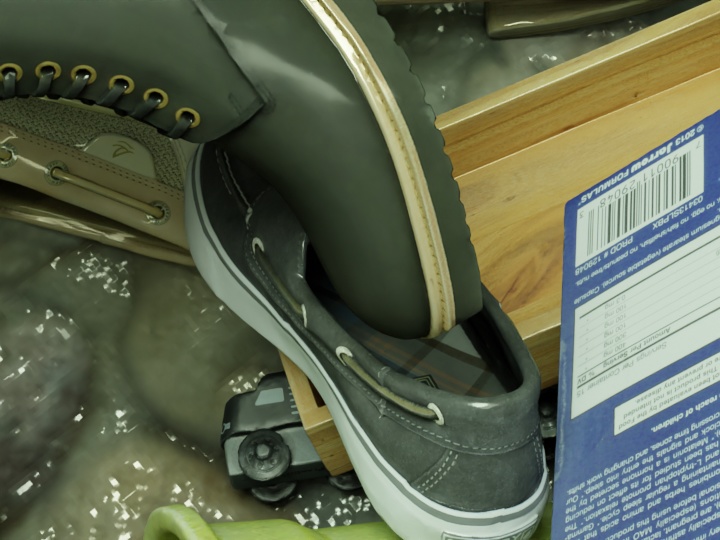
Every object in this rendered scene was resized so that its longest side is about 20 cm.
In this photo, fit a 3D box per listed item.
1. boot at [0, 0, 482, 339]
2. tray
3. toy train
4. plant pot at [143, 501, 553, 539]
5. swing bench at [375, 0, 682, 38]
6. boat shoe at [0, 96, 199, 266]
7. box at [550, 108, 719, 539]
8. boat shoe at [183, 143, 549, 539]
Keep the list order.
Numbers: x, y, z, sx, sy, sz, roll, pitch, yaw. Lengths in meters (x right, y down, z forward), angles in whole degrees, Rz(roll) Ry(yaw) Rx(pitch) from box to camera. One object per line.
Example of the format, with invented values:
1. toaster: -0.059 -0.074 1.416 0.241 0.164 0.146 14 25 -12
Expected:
1. boot: -0.067 -0.047 0.663 0.138 0.077 0.201 -30 92 -15
2. tray: 0.065 -0.015 0.827 0.199 0.037 0.099 -23 53 3
3. toy train: 0.050 0.041 0.851 0.199 0.034 0.046 -9 66 -2
4. plant pot: 0.049 0.147 0.760 0.183 0.200 0.201 -13 79 -15
5. swing bench: 0.027 -0.193 0.845 0.199 0.130 0.200 2 76 -23
6. boat shoe: -0.141 -0.042 0.845 0.199 0.072 0.065 9 77 -5
7. box: 0.106 0.034 0.689 0.032 0.121 0.201 37 41 -28
8. boat shoe: 0.000 0.000 0.755 0.070 0.066 0.200 -9 40 -19
